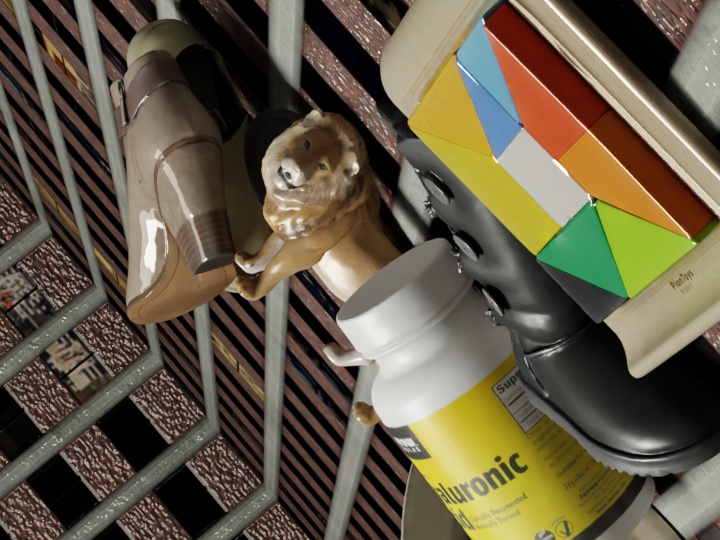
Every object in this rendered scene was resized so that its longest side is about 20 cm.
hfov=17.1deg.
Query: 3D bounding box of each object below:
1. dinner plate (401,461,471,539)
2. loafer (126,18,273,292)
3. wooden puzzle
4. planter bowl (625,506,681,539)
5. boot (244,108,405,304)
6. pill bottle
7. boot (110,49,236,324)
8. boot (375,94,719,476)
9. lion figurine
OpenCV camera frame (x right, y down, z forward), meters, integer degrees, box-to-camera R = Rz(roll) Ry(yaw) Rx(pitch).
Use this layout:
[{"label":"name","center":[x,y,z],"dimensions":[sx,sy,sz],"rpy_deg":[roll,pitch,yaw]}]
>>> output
[{"label":"dinner plate","center":[0.081,0.188,1.655],"dimensions":[0.024,0.200,0.200],"rpy_deg":[-2,138,29]},{"label":"loafer","center":[-0.106,-0.077,1.656],"dimensions":[0.200,0.076,0.068],"rpy_deg":[68,163,-11]},{"label":"wooden puzzle","center":[0.086,-0.049,1.055],"dimensions":[0.200,0.037,0.185],"rpy_deg":[51,160,5]},{"label":"planter bowl","center":[0.148,0.234,1.578],"dimensions":[0.200,0.135,0.200],"rpy_deg":[49,169,13]},{"label":"boot","center":[-0.019,-0.032,1.631],"dimensions":[0.188,0.068,0.200],"rpy_deg":[45,178,-9]},{"label":"pill bottle","center":[0.076,0.083,1.422],"dimensions":[0.200,0.111,0.111],"rpy_deg":[53,169,-11]},{"label":"boot","center":[-0.132,-0.057,1.597],"dimensions":[0.200,0.070,0.146],"rpy_deg":[-40,67,62]},{"label":"boot","center":[0.098,-0.003,1.204],"dimensions":[0.165,0.066,0.200],"rpy_deg":[21,142,55]},{"label":"lion figurine","center":[0.000,0.000,1.497],"dimensions":[0.200,0.122,0.072],"rpy_deg":[46,-163,-16]}]
